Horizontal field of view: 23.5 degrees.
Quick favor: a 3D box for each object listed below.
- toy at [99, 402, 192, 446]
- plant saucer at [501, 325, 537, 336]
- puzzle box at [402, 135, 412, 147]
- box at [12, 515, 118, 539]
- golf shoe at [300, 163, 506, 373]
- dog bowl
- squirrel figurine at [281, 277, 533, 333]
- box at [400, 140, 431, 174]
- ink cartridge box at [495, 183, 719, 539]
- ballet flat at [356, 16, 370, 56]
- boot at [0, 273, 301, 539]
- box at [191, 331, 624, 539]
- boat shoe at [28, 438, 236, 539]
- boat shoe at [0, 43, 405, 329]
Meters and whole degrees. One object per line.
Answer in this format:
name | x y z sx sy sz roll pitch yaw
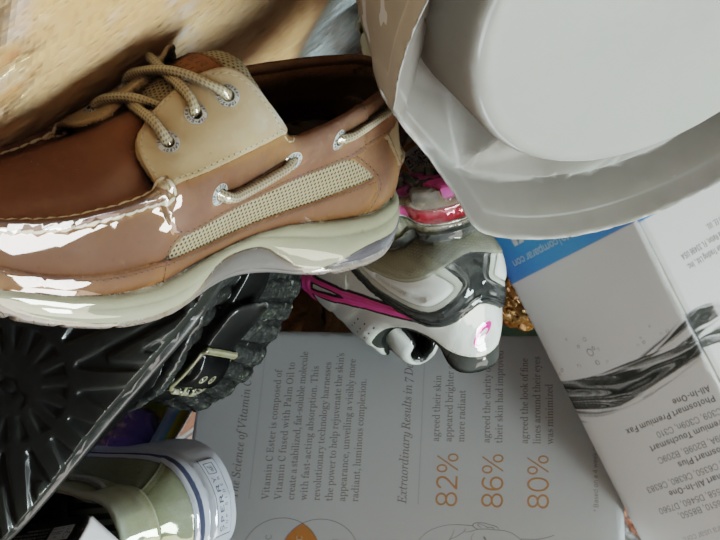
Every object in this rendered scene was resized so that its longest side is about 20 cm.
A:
toy | -0.125 0.084 1.004 0.116 0.047 0.200 -61 -177 11
plant saucer | 0.099 -0.002 1.043 0.036 0.201 0.200 12 140 -41
puzzle box | 0.089 -0.110 0.964 0.133 0.026 0.200 -35 174 -14
box | -0.141 0.156 0.726 0.199 0.110 0.035 -15 -144 45
golf shoe | 0.000 0.000 0.787 0.072 0.093 0.200 -17 -170 -21
dog bowl | 0.087 -0.098 0.521 0.199 0.059 0.201 -21 146 -15
squirrel figurine | 0.025 0.011 0.946 0.199 0.142 0.187 -36 176 -8
box | 0.101 -0.083 0.808 0.118 0.042 0.200 -26 180 -23
ink cartridge box | 0.157 0.022 0.774 0.084 0.201 0.146 -27 178 44
ballet flat | 0.037 -0.097 0.636 0.067 0.069 0.200 -14 159 -24
boot | -0.111 0.042 0.683 0.211 0.080 0.158 -40 174 4
box | 0.020 0.120 0.808 0.198 0.153 0.107 1 144 5
boat shoe | -0.137 0.108 0.757 0.062 0.073 0.199 -8 172 -44
boat shoe | -0.059 -0.035 0.531 0.199 0.075 0.072 -16 127 -50
